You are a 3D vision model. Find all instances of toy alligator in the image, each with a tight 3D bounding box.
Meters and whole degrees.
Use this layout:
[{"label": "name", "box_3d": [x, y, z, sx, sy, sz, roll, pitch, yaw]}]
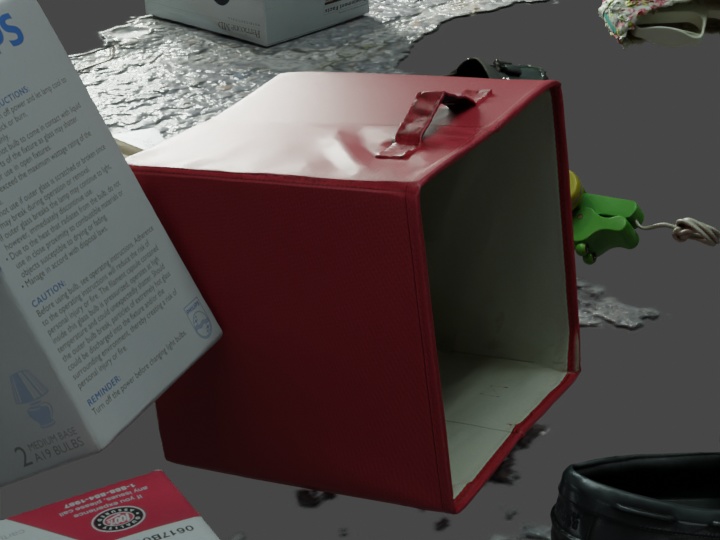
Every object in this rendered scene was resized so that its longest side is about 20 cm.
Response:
[{"label": "toy alligator", "box_3d": [0.142, -0.029, 1.106, 0.200, 0.059, 0.054, 21, 75, 38]}]

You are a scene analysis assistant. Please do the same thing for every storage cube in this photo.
[{"label": "storage cube", "box_3d": [0.000, 0.000, 0.883, 0.179, 0.201, 0.171, 5, 25, 30]}]

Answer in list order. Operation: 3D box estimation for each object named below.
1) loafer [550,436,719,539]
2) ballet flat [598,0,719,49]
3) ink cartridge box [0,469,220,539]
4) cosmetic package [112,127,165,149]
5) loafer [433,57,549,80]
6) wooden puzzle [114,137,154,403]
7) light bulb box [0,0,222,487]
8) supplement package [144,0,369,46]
[{"label": "loafer", "box_3d": [0.187, 0.108, 0.775, 0.200, 0.071, 0.068, -6, 25, -9]}, {"label": "ballet flat", "box_3d": [0.321, -0.235, 1.535, 0.199, 0.076, 0.064, -5, 55, 3]}, {"label": "ink cartridge box", "box_3d": [-0.100, 0.173, 0.642, 0.147, 0.086, 0.200, -15, 26, -26]}, {"label": "cosmetic package", "box_3d": [-0.185, -0.035, 1.145, 0.150, 0.052, 0.200, -14, 27, -18]}, {"label": "loafer", "box_3d": [0.090, -0.140, 1.332, 0.072, 0.063, 0.200, 18, 31, 37]}, {"label": "wooden puzzle", "box_3d": [-0.142, -0.002, 1.018, 0.184, 0.037, 0.200, 22, 42, 14]}, {"label": "light bulb box", "box_3d": [-0.212, 0.000, 0.813, 0.198, 0.200, 0.125, -22, 13, 30]}, {"label": "supplement package", "box_3d": [-0.110, -0.350, 1.642, 0.191, 0.201, 0.147, 20, 33, 41]}]
